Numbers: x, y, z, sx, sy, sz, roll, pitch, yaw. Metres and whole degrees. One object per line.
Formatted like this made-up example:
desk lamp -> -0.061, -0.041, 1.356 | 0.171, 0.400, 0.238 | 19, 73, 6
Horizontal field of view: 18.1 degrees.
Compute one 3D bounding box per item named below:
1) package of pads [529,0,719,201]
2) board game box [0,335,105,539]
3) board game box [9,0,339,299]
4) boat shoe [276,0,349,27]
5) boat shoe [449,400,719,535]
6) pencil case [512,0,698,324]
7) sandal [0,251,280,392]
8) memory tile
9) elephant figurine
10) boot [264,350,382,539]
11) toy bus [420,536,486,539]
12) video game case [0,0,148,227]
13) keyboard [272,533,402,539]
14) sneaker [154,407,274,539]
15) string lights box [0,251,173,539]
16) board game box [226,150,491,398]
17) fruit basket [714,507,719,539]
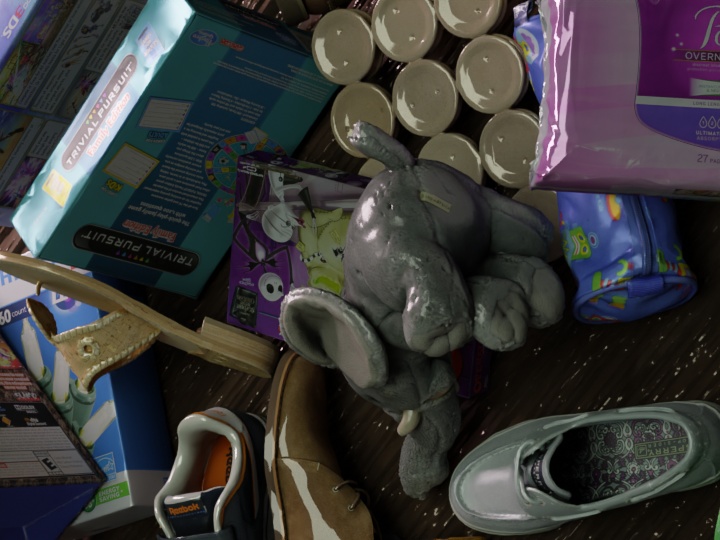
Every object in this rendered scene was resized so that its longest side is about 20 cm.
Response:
package of pads -> 0.197, -0.102, 1.292 | 0.198, 0.076, 0.122 | 3, 86, 1
board game box -> -0.301, 0.105, 1.539 | 0.097, 0.159, 0.200 | -50, 63, 20
board game box -> -0.121, -0.085, 1.513 | 0.200, 0.150, 0.047 | -54, 50, 17
boat shoe -> -0.044, -0.258, 1.539 | 0.068, 0.072, 0.201 | -19, 67, 4
boat shoe -> 0.129, 0.116, 1.371 | 0.200, 0.071, 0.071 | -17, 76, 32
pencil case -> 0.148, -0.070, 1.369 | 0.077, 0.087, 0.201 | -10, 78, -3
sandal -> -0.164, 0.052, 1.525 | 0.210, 0.078, 0.070 | 19, 79, -1
memory tile -> 0.052, -0.088, 1.456 | 0.153, 0.017, 0.201 | -19, 87, 32
elephant figurine -> 0.022, 0.031, 1.383 | 0.200, 0.141, 0.156 | -43, 46, 50
boot -> -0.021, 0.149, 1.475 | 0.075, 0.074, 0.202 | -8, 75, 21
toy bus -> 0.044, 0.270, 1.410 | 0.065, 0.078, 0.202 | -9, 80, 33
video game case -> -0.210, -0.121, 1.562 | 0.045, 0.181, 0.201 | 45, 109, 29
keyboard -> -0.051, 0.244, 1.515 | 0.199, 0.021, 0.128 | -8, 80, 35
sneaker -> -0.096, 0.190, 1.500 | 0.078, 0.079, 0.202 | -14, 70, 31
string lights box -> -0.199, 0.083, 1.608 | 0.102, 0.059, 0.201 | -21, 74, 31
board game box -> 0.000, 0.000, 1.477 | 0.199, 0.032, 0.121 | 15, 114, 32
fruit basket -> 0.288, 0.172, 1.239 | 0.199, 0.093, 0.187 | 15, 94, 38
